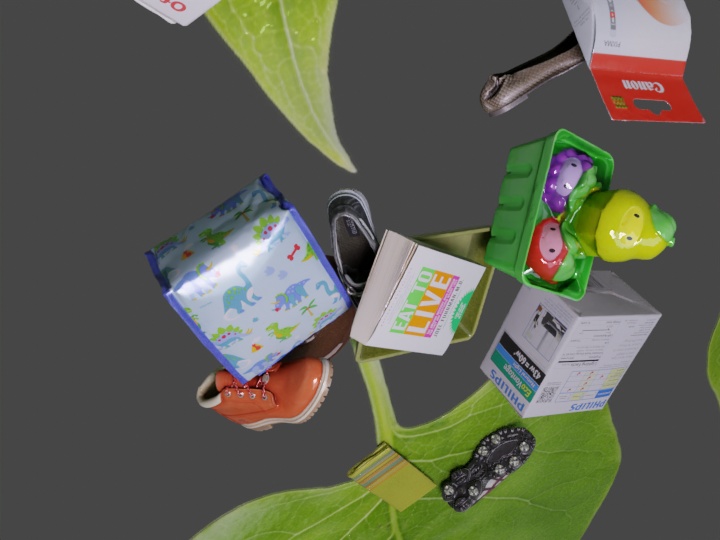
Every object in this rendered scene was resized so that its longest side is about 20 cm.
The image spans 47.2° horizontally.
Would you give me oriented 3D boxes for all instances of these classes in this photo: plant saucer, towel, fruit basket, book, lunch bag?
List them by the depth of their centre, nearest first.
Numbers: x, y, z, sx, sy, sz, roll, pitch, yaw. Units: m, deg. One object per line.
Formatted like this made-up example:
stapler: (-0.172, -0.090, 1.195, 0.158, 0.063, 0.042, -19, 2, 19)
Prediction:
lunch bag: (-0.117, 0.020, 0.944, 0.170, 0.127, 0.200, -35, 126, -4)
book: (0.073, 0.035, 1.018, 0.200, 0.048, 0.134, 14, 102, -57)
fruit basket: (0.281, -0.064, 1.045, 0.155, 0.216, 0.216, 16, 115, -40)
plant saucer: (-0.077, 0.071, 1.076, 0.200, 0.037, 0.200, -18, 133, -21)
plant saucer: (0.085, 0.022, 1.131, 0.200, 0.048, 0.200, -9, 128, -27)
towel: (0.056, 0.356, 1.410, 0.086, 0.018, 0.200, -36, 137, 6)

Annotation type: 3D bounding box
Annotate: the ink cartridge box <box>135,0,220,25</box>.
ink cartridge box: (-0.131, -0.298, 0.638, 0.200, 0.084, 0.144, -21, 148, 37)

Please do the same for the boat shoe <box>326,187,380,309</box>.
boat shoe: (0.000, 0.000, 0.996, 0.072, 0.071, 0.200, -14, 120, 17)

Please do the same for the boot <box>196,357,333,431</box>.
boot: (-0.123, 0.148, 1.036, 0.107, 0.075, 0.200, 30, 140, -32)

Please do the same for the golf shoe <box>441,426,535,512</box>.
golf shoe: (0.234, 0.356, 1.497, 0.200, 0.077, 0.088, -41, 156, 6)

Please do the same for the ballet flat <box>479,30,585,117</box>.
ballet flat: (0.228, -0.256, 0.996, 0.200, 0.067, 0.046, -33, 104, -1)

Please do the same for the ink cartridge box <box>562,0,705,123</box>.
ink cartridge box: (0.321, -0.267, 0.947, 0.162, 0.200, 0.050, -4, 156, -30)

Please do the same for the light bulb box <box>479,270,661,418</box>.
light bulb box: (0.330, 0.114, 1.309, 0.198, 0.125, 0.200, 1, 124, -34)
